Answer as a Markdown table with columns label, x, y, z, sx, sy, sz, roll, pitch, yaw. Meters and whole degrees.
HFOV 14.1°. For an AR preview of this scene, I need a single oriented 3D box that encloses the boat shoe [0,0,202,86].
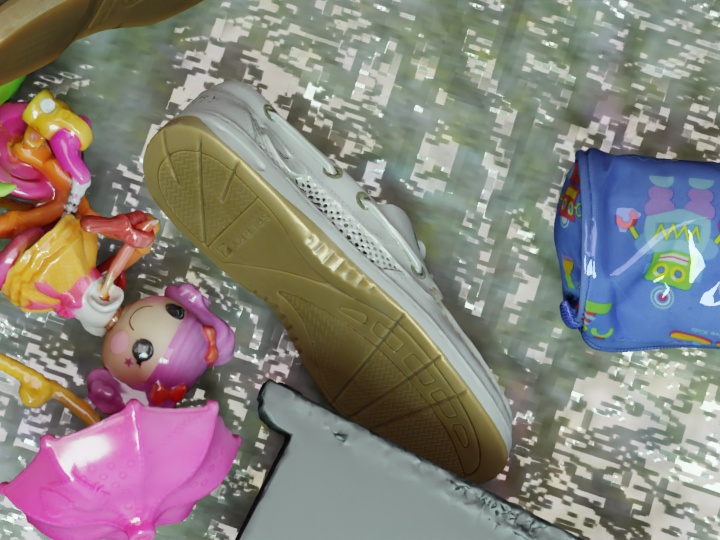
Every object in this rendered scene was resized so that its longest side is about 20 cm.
| label | x | y | z | sx | sy | sz | roll | pitch | yaw |
| --- | --- | --- | --- | --- | --- | --- | --- | --- | --- |
| boat shoe | -0.109 | -0.135 | 1.177 | 0.070 | 0.200 | 0.070 | 49 | 129 | 12 |

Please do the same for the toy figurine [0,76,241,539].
| label | x | y | z | sx | sy | sz | roll | pitch | yaw |
| --- | --- | --- | --- | --- | --- | --- | --- | --- | --- |
| toy figurine | -0.123 | 0.022 | 1.172 | 0.184 | 0.150 | 0.200 | 40 | 56 | 0 |

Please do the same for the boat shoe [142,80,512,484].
| label | x | y | z | sx | sy | sz | roll | pitch | yaw |
| --- | --- | --- | --- | --- | --- | --- | --- | --- | --- |
| boat shoe | 0.000 | 0.000 | 1.202 | 0.200 | 0.071 | 0.069 | 49 | 43 | -9 |

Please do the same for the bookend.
| label | x | y | z | sx | sy | sz | roll | pitch | yaw |
| --- | --- | --- | --- | --- | --- | --- | --- | --- | --- |
| bookend | 0.007 | 0.177 | 1.153 | 0.198 | 0.092 | 0.201 | 26 | 85 | -1 |

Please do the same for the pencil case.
| label | x | y | z | sx | sy | sz | roll | pitch | yaw |
| --- | --- | --- | --- | --- | --- | --- | --- | --- | --- |
| pencil case | 0.178 | 0.002 | 1.198 | 0.199 | 0.078 | 0.087 | 7 | 83 | 1 |
